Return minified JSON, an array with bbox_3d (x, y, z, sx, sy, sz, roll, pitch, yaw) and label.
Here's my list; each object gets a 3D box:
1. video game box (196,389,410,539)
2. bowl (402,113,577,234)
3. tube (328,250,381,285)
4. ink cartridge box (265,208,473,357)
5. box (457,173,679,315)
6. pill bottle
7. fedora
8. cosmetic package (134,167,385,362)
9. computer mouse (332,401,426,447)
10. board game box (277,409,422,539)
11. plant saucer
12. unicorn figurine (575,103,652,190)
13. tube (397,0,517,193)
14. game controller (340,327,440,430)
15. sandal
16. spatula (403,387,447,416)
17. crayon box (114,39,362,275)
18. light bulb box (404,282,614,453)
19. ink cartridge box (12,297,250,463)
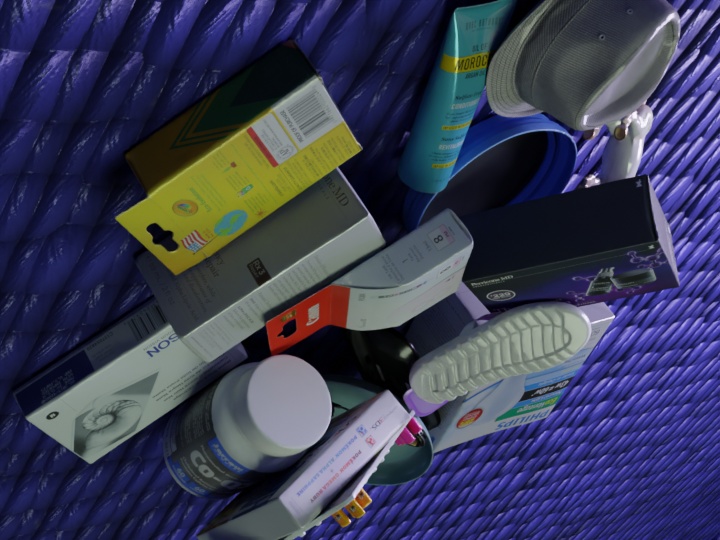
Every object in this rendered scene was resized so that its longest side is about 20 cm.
[{"bbox_3d":[-0.061,0.216,1.372,0.182,0.047,0.200,-38,-178,-38],"label":"video game box"},{"bbox_3d":[0.131,-0.086,1.366,0.200,0.039,0.201,-26,151,-16],"label":"bowl"},{"bbox_3d":[0.000,0.000,1.346,0.077,0.051,0.200,-24,161,22],"label":"tube"},{"bbox_3d":[0.009,0.031,1.251,0.200,0.057,0.163,-36,168,-10],"label":"ink cartridge box"},{"bbox_3d":[0.214,-0.018,1.353,0.199,0.079,0.141,-13,154,18],"label":"box"},{"bbox_3d":[-0.116,0.160,1.346,0.113,0.114,0.200,-12,166,-34],"label":"pill bottle"},{"bbox_3d":[0.218,-0.195,1.205,0.200,0.090,0.177,-38,153,-12],"label":"fedora"},{"bbox_3d":[-0.089,-0.017,1.181,0.200,0.102,0.074,-35,153,0],"label":"cosmetic package"},{"bbox_3d":[-0.023,0.164,1.465,0.059,0.199,0.034,101,8,-50],"label":"computer mouse"},{"bbox_3d":[-0.038,0.242,1.377,0.200,0.026,0.200,-38,-177,29],"label":"board game box"},{"bbox_3d":[-0.009,0.181,1.526,0.201,0.199,0.028,102,8,-52],"label":"plant saucer"},{"bbox_3d":[0.271,-0.114,1.414,0.137,0.074,0.201,-32,152,-57],"label":"unicorn figurine"},{"bbox_3d":[0.085,-0.162,1.203,0.077,0.050,0.201,-24,146,-39],"label":"tube"},{"bbox_3d":[0.035,0.113,1.484,0.042,0.104,0.200,-56,150,-23],"label":"game controller"},{"bbox_3d":[0.143,0.076,1.398,0.202,0.050,0.083,-20,121,9],"label":"sandal"},{"bbox_3d":[0.143,0.108,1.442,0.199,0.021,0.057,-23,135,6],"label":"spatula"},{"bbox_3d":[-0.108,-0.090,1.102,0.199,0.051,0.127,-35,151,0],"label":"crayon box"},{"bbox_3d":[0.162,0.094,1.583,0.197,0.125,0.201,-12,143,-34],"label":"light bulb box"},{"bbox_3d":[-0.215,0.114,1.315,0.199,0.041,0.200,-34,152,0],"label":"ink cartridge box"}]
